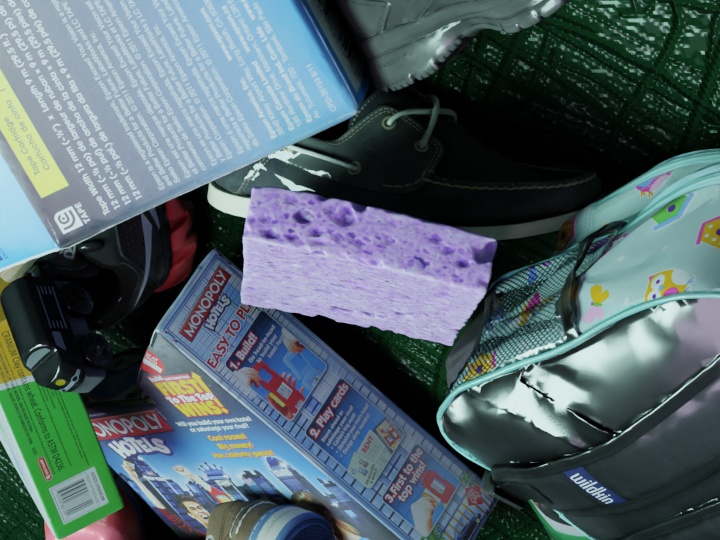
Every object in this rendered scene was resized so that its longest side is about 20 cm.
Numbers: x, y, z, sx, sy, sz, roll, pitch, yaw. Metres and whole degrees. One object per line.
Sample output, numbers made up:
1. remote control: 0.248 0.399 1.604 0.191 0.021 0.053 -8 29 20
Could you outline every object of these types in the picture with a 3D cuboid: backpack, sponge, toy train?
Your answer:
1. backpack: 0.161 0.039 1.238 0.176 0.153 0.200 41 145 -17
2. sponge: 0.000 0.000 1.349 0.111 0.030 0.200 12 172 -1
3. toy train: -0.173 -0.029 1.383 0.034 0.046 0.200 -43 60 35

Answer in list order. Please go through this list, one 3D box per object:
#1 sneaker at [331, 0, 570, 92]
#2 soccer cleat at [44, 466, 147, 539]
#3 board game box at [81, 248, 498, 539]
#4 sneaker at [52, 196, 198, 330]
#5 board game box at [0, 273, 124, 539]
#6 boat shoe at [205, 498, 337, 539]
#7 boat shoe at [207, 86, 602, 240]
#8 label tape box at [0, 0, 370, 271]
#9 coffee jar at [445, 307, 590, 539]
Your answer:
1. sneaker: 0.049 -0.147 1.242 0.200 0.076 0.091 -25 107 45
2. soccer cleat: -0.144 0.174 1.702 0.067 0.077 0.200 -1 149 8
3. board game box: -0.062 0.080 1.528 0.200 0.062 0.200 -7 131 49
4. sneaker: -0.138 -0.052 1.444 0.071 0.098 0.201 13 134 27
5. board game box: -0.196 0.023 1.505 0.200 0.040 0.153 53 164 46
6. boat shoe: -0.049 0.213 1.529 0.072 0.072 0.201 16 111 41
7. boat shoe: 0.019 -0.053 1.357 0.200 0.072 0.068 9 107 21
8. label tape box: -0.116 -0.102 1.314 0.200 0.066 0.143 -23 110 18
9. coffee jar: 0.129 0.098 1.408 0.104 0.085 0.200 -10 123 42
